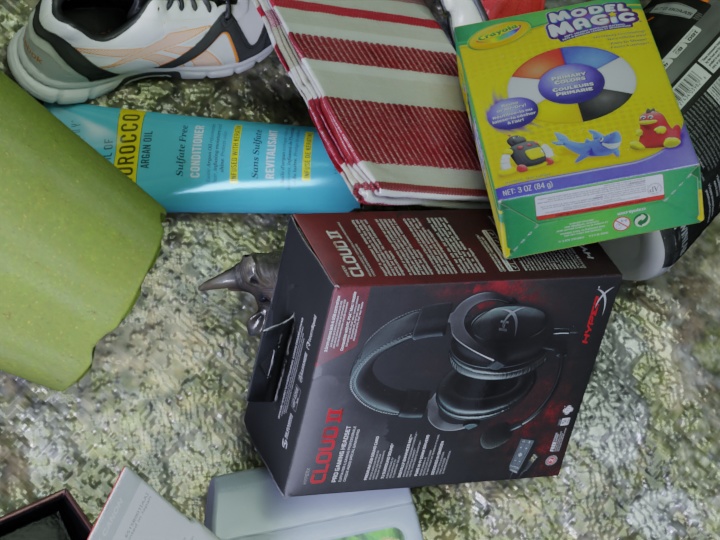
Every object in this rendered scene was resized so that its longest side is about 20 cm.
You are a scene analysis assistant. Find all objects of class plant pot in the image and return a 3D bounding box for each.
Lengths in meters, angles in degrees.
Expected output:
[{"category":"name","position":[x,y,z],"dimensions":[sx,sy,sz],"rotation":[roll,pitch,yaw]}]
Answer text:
[{"category":"plant pot","position":[-0.218,-0.029,1.302],"dimensions":[0.190,0.200,0.200],"rotation":[31,65,-15]}]

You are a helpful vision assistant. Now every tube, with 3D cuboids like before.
[{"category":"tube","position":[-0.096,-0.064,1.402],"dimensions":[0.199,0.050,0.078],"rotation":[3,61,2]}]

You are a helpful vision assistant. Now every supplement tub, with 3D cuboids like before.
[{"category":"supplement tub","position":[0.199,-0.099,1.454],"dimensions":[0.123,0.123,0.200],"rotation":[42,65,4]}]

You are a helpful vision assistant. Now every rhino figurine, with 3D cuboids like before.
[{"category":"rhino figurine","position":[0.000,0.000,1.383],"dimensions":[0.199,0.087,0.060],"rotation":[-9,74,-18]}]

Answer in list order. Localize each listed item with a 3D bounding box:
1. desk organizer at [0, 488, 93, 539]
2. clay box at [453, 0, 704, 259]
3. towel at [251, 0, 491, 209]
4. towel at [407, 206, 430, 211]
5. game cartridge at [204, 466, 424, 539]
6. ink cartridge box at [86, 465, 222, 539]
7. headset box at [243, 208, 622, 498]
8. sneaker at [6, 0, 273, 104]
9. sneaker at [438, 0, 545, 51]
[{"category":"desk organizer","position":[-0.233,0.183,1.259],"dimensions":[0.200,0.077,0.072],"rotation":[-22,76,-21]},{"category":"clay box","position":[0.121,-0.095,1.340],"dimensions":[0.115,0.048,0.200],"rotation":[-11,41,0]},{"category":"towel","position":[0.014,-0.113,1.383],"dimensions":[0.144,0.023,0.200],"rotation":[2,49,-42]},{"category":"towel","position":[0.002,-0.131,1.446],"dimensions":[0.200,0.018,0.086],"rotation":[55,40,1]},{"category":"game cartridge","position":[-0.018,0.205,1.330],"dimensions":[0.133,0.040,0.201],"rotation":[-11,72,-14]},{"category":"ink cartridge box","position":[-0.143,0.213,1.207],"dimensions":[0.043,0.174,0.200],"rotation":[17,72,30]},{"category":"headset box","position":[0.030,0.045,1.319],"dimensions":[0.199,0.149,0.077],"rotation":[-2,35,-25]},{"category":"sneaker","position":[-0.114,-0.157,1.416],"dimensions":[0.200,0.080,0.074],"rotation":[-21,73,-28]},{"category":"sneaker","position":[0.081,-0.200,1.447],"dimensions":[0.085,0.077,0.200],"rotation":[-20,117,1]}]
